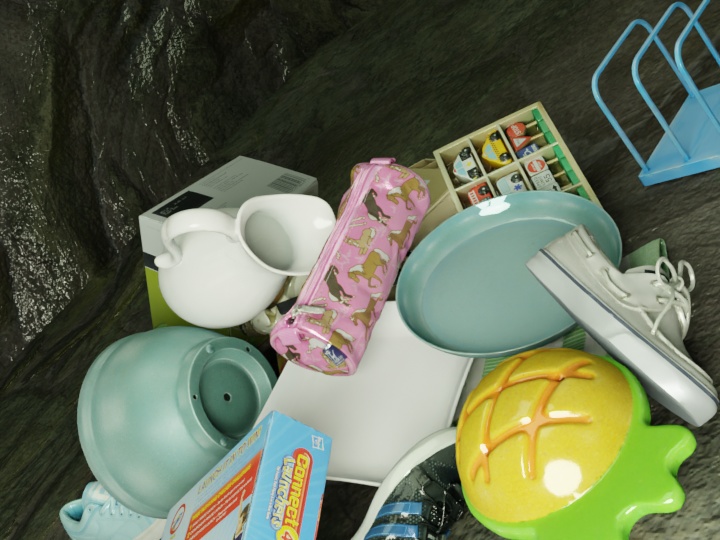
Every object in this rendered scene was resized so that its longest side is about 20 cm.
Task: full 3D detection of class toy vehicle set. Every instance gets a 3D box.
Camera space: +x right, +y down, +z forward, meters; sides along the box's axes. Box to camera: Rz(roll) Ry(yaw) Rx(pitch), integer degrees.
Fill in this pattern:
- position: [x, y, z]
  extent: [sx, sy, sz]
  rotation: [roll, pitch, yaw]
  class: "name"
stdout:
- position: [0.158, -0.075, 0.918]
  extent: [0.124, 0.027, 0.200]
  rotation: [-25, 46, 9]
  class: "toy vehicle set"

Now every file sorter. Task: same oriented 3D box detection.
- position: [0.334, -0.184, 0.835]
  extent: [0.200, 0.123, 0.139]
  rotation: [-13, 33, 54]
  class: "file sorter"

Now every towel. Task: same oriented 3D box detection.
- position: [0.165, 0.055, 0.776]
  extent: [0.200, 0.023, 0.153]
  rotation: [-30, 20, 29]
  class: "towel"

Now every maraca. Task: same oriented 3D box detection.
- position: [0.127, 0.115, 0.578]
  extent: [0.137, 0.107, 0.200]
  rotation: [-48, 19, 0]
  class: "maraca"

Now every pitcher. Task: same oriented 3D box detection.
- position: [-0.144, -0.014, 0.925]
  extent: [0.200, 0.171, 0.121]
  rotation: [-25, 62, 49]
  class: "pitcher"

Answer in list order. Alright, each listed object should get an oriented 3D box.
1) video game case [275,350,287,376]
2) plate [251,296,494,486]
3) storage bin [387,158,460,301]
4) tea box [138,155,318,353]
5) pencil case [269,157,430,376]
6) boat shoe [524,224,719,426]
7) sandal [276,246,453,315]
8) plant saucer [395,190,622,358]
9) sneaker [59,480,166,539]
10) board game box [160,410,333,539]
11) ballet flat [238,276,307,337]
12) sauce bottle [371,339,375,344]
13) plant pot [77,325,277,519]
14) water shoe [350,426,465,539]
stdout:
- position: [-0.061, 0.060, 1.052]
  extent: [0.200, 0.017, 0.143]
  rotation: [-108, 39, -57]
  class: "video game case"
- position: [0.009, 0.108, 0.815]
  extent: [0.199, 0.032, 0.200]
  rotation: [-5, 44, 34]
  class: "plate"
- position: [0.063, -0.037, 1.080]
  extent: [0.199, 0.094, 0.200]
  rotation: [-43, 18, -9]
  class: "storage bin"
- position: [-0.158, -0.009, 1.177]
  extent: [0.133, 0.197, 0.200]
  rotation: [19, 38, 25]
  class: "tea box"
- position: [-0.005, -0.004, 0.830]
  extent: [0.200, 0.083, 0.087]
  rotation: [-64, 3, -23]
  class: "pencil case"
- position: [0.201, 0.023, 0.655]
  extent: [0.086, 0.075, 0.202]
  rotation: [-43, 32, 5]
  class: "boat shoe"
- position: [0.000, 0.000, 0.922]
  extent: [0.200, 0.045, 0.075]
  rotation: [-16, 0, 23]
  class: "sandal"
- position: [0.128, 0.005, 0.804]
  extent: [0.200, 0.027, 0.200]
  rotation: [-17, 38, 13]
  class: "plant saucer"
- position: [-0.275, 0.273, 1.049]
  extent: [0.200, 0.082, 0.074]
  rotation: [-29, 22, 31]
  class: "sneaker"
- position: [-0.106, 0.238, 0.695]
  extent: [0.200, 0.056, 0.196]
  rotation: [-46, 24, 41]
  class: "board game box"
- position: [-0.082, 0.019, 1.028]
  extent: [0.200, 0.068, 0.075]
  rotation: [-59, 36, 29]
  class: "ballet flat"
- position: [0.068, 0.045, 0.922]
  extent: [0.200, 0.066, 0.066]
  rotation: [-47, 19, -14]
  class: "sauce bottle"
- position: [-0.166, 0.142, 0.946]
  extent: [0.134, 0.200, 0.200]
  rotation: [-24, 24, 39]
  class: "plant pot"
- position: [0.034, 0.204, 0.648]
  extent: [0.200, 0.072, 0.079]
  rotation: [-50, 39, -10]
  class: "water shoe"
